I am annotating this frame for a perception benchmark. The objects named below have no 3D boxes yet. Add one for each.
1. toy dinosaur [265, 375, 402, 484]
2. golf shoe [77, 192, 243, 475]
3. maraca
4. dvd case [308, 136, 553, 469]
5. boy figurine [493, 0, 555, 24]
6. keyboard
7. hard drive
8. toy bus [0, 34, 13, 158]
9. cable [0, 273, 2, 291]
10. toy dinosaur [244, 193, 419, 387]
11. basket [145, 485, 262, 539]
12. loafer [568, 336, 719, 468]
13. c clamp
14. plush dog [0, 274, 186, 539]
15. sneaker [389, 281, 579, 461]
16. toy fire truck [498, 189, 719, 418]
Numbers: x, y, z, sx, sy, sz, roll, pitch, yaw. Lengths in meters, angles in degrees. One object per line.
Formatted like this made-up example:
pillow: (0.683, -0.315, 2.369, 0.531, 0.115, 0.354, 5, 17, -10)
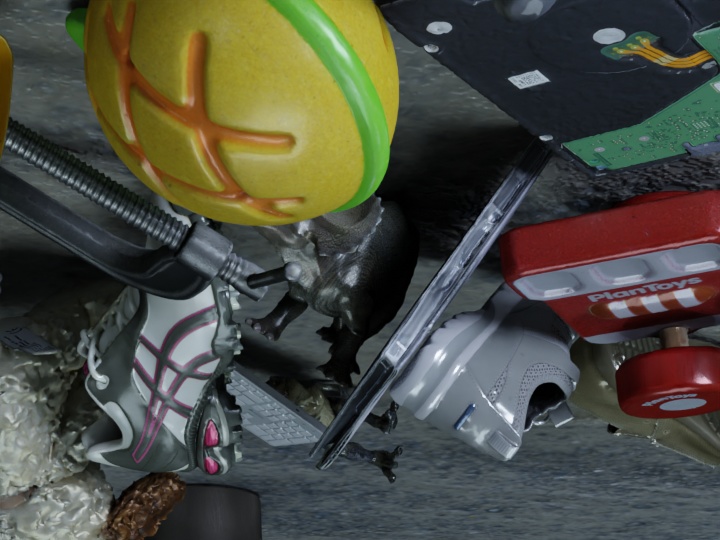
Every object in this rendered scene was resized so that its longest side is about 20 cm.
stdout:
toy dinosaur: (-0.013, 0.120, 1.282, 0.088, 0.048, 0.200, 13, 159, 18)
golf shoe: (-0.108, 0.036, 0.908, 0.088, 0.077, 0.200, -5, 128, -11)
maraca: (-0.056, -0.074, 0.669, 0.137, 0.107, 0.200, 52, 157, -12)
dvd case: (0.035, 0.022, 0.897, 0.016, 0.149, 0.200, 35, 157, 2)
boy figurine: (-0.003, -0.141, 0.534, 0.200, 0.065, 0.124, 19, 134, -38)
keyboard: (-0.099, 0.075, 1.158, 0.056, 0.011, 0.200, -15, 142, 33)
hard drive: (0.114, -0.099, 0.700, 0.140, 0.038, 0.200, -13, 156, 31)
toy bus: (-0.269, -0.074, 0.666, 0.192, 0.136, 0.200, 6, 165, 35)
cable: (-0.285, 0.015, 0.873, 0.200, 0.069, 0.200, -11, 180, -35)
toy dinosaur: (0.000, 0.000, 0.905, 0.077, 0.102, 0.200, 34, -169, 24)
basket: (-0.152, 0.311, 1.591, 0.136, 0.200, 0.180, 7, 158, -17)
loafer: (0.204, 0.082, 1.159, 0.067, 0.076, 0.200, -16, 145, 39)
c clamp: (-0.128, -0.037, 0.782, 0.200, 0.027, 0.171, 30, 163, -8)
plush dog: (-0.204, 0.112, 1.019, 0.200, 0.172, 0.161, -8, -159, 18)
sneaker: (0.089, 0.057, 0.959, 0.075, 0.082, 0.200, -53, 168, 32)
toy fire truck: (0.186, -0.001, 0.853, 0.200, 0.112, 0.168, -10, 161, 22)
